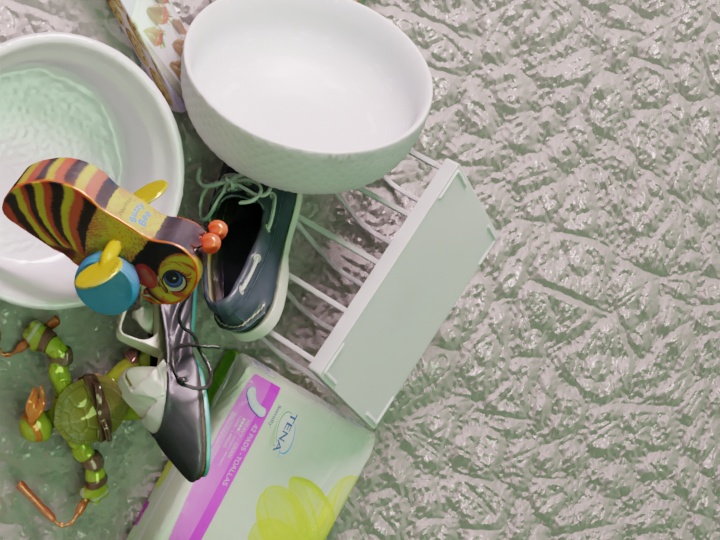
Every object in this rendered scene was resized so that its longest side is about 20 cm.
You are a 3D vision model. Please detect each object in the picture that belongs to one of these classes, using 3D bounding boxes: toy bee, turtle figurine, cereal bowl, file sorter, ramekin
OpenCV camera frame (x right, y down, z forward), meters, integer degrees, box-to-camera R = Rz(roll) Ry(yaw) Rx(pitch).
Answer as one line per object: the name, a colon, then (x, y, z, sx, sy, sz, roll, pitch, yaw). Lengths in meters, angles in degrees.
toy bee: (-0.151, -0.020, 0.990, 0.199, 0.132, 0.108, 31, 126, -34)
turtle figurine: (-0.213, 0.096, 1.110, 0.160, 0.064, 0.203, -21, 103, -26)
cereal bowl: (-0.046, -0.131, 1.087, 0.197, 0.201, 0.084, -12, 142, -26)
file sorter: (0.000, 0.000, 1.156, 0.201, 0.124, 0.139, -56, 150, -10)
ramekin: (-0.242, -0.078, 1.051, 0.198, 0.097, 0.204, -5, 100, -27)

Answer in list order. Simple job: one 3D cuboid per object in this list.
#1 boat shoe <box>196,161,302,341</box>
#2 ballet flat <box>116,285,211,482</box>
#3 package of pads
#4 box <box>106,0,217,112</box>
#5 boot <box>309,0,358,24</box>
boat shoe: (-0.095, -0.043, 1.106, 0.062, 0.074, 0.203, 47, 41, -49)
ballet flat: (-0.157, 0.066, 1.073, 0.072, 0.073, 0.203, 7, 64, -28)
package of pads: (-0.092, 0.193, 1.187, 0.154, 0.068, 0.202, 32, 83, -27)
box: (-0.180, -0.221, 1.095, 0.038, 0.041, 0.202, -35, 113, -19)
boot: (-0.083, -0.283, 1.124, 0.175, 0.066, 0.201, -42, 115, -16)
